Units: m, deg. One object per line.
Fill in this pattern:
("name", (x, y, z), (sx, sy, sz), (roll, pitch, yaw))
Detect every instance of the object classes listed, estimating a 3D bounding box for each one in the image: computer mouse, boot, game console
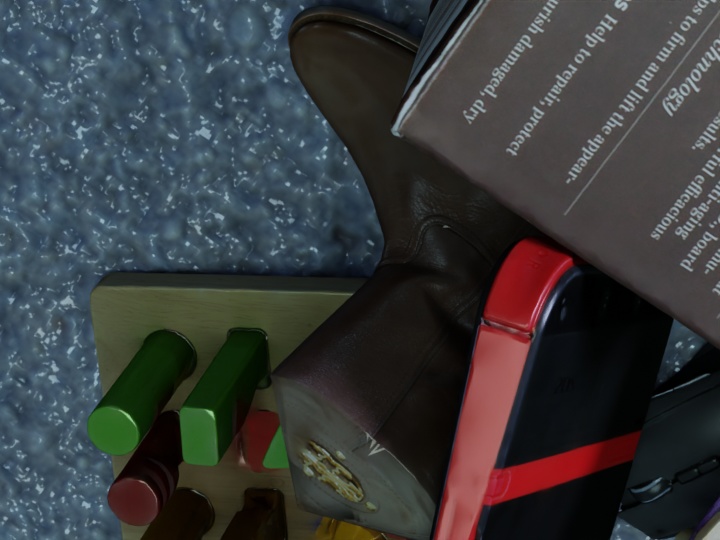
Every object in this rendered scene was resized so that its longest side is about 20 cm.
("computer mouse", (0.166, 0.113, 1.064), (0.199, 0.046, 0.141), (-30, 105, 18))
("boot", (0.000, 0.000, 0.948), (0.186, 0.200, 0.064), (41, 140, -2))
("game console", (0.079, 0.073, 0.955), (0.031, 0.200, 0.178), (19, 99, 23))

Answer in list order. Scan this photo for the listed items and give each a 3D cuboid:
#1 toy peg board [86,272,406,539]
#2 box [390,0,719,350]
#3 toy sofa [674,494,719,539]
("toy peg board", (-0.033, 0.113, 1.051), (0.199, 0.098, 0.200), (2, 113, 15))
("box", (0.142, -0.092, 0.914), (0.200, 0.166, 0.164), (32, 114, -7))
("toy sofa", (0.211, 0.056, 0.977), (0.097, 0.083, 0.201), (28, 96, -18))
